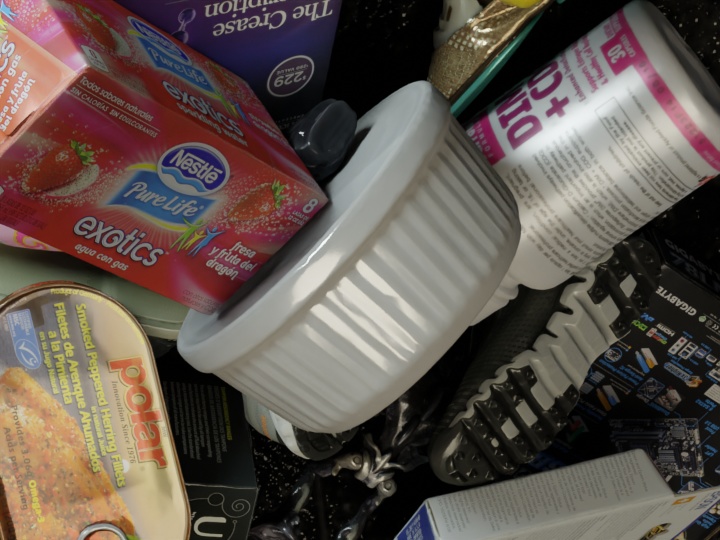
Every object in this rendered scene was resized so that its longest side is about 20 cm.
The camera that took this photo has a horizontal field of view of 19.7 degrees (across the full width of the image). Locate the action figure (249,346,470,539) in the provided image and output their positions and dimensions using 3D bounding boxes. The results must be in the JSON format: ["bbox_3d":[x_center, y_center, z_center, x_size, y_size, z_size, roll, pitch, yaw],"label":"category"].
[{"bbox_3d":[0.008,0.108,1.351,0.119,0.102,0.200,41,85,-21],"label":"action figure"}]

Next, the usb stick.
[{"bbox_3d":[-0.067,-0.041,1.189,0.033,0.055,0.200,44,142,-11],"label":"usb stick"}]

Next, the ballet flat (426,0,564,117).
[{"bbox_3d":[0.090,-0.168,1.197,0.065,0.071,0.200,45,108,-2],"label":"ballet flat"}]

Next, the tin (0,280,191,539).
[{"bbox_3d":[-0.165,0.103,1.217,0.112,0.042,0.200,-13,100,-7],"label":"tin"}]

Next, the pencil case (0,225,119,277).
[{"bbox_3d":[-0.209,-0.057,1.203,0.200,0.087,0.088,15,121,-17],"label":"pencil case"}]

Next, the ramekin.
[{"bbox_3d":[0.000,0.000,1.129,0.094,0.202,0.202,43,110,-11],"label":"ramekin"}]

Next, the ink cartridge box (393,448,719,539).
[{"bbox_3d":[0.116,0.168,1.337,0.200,0.043,0.196,-12,160,-17],"label":"ink cartridge box"}]

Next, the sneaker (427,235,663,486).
[{"bbox_3d":[0.098,0.052,1.289,0.200,0.090,0.067,-49,125,-20],"label":"sneaker"}]

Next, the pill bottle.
[{"bbox_3d":[0.119,-0.060,1.236,0.200,0.113,0.113,-36,122,16],"label":"pill bottle"}]

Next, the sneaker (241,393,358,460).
[{"bbox_3d":[-0.053,0.016,1.275,0.074,0.079,0.201,-15,108,-42],"label":"sneaker"}]

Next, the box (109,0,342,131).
[{"bbox_3d":[-0.116,-0.127,1.119,0.200,0.079,0.141,-16,145,-25],"label":"box"}]

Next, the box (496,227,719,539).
[{"bbox_3d":[0.201,0.094,1.398,0.200,0.050,0.199,30,117,-26],"label":"box"}]

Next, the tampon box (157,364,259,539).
[{"bbox_3d":[-0.179,0.149,1.329,0.200,0.126,0.150,7,122,-13],"label":"tampon box"}]

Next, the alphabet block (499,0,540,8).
[{"bbox_3d":[0.039,-0.280,1.014,0.195,0.200,0.197,20,120,-22],"label":"alphabet block"}]

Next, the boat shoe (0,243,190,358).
[{"bbox_3d":[-0.195,0.009,1.266,0.199,0.075,0.066,13,145,-18],"label":"boat shoe"}]

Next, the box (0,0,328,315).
[{"bbox_3d":[-0.122,-0.066,1.031,0.095,0.100,0.200,-44,144,14],"label":"box"}]
